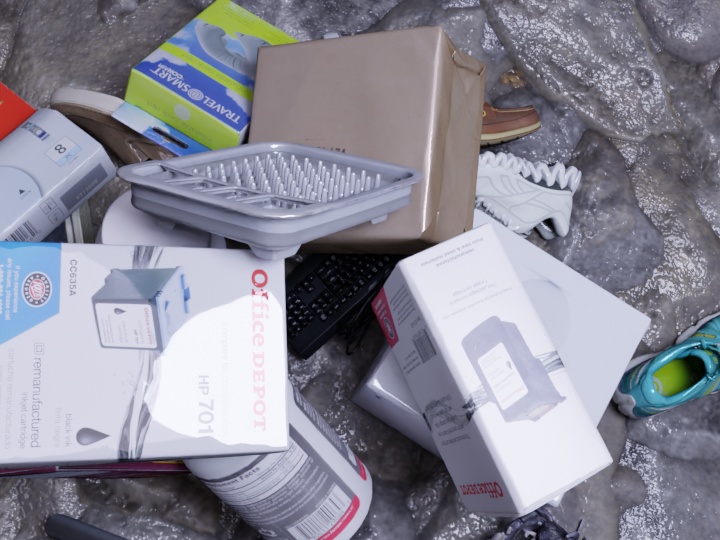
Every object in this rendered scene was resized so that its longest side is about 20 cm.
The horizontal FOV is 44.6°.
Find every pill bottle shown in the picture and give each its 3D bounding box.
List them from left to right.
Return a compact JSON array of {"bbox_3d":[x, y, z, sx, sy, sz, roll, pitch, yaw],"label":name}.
[{"bbox_3d":[-0.174,-0.004,0.779,0.112,0.200,0.113,2,74,-8],"label":"pill bottle"},{"bbox_3d":[-0.084,0.151,0.751,0.111,0.111,0.200,-47,122,-17],"label":"pill bottle"}]

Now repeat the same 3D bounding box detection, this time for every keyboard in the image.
[{"bbox_3d":[0.000,0.000,0.854,0.200,0.040,0.104,-43,71,0],"label":"keyboard"}]

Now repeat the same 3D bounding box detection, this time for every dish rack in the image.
[{"bbox_3d":[-0.064,-0.057,0.670,0.171,0.200,0.044,15,113,31],"label":"dish rack"}]

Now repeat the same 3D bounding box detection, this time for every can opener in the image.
[{"bbox_3d":[-0.194,0.256,0.742,0.200,0.067,0.054,4,68,39],"label":"can opener"}]

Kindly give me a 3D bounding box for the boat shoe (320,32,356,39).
[{"bbox_3d":[0.005,-0.161,0.923,0.066,0.070,0.201,-8,69,-11],"label":"boat shoe"}]

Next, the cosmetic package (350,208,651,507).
[{"bbox_3d":[0.129,0.089,0.840,0.199,0.123,0.200,33,71,2],"label":"cosmetic package"}]

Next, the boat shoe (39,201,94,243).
[{"bbox_3d":[-0.284,0.012,0.827,0.062,0.075,0.201,-10,71,-6],"label":"boat shoe"}]

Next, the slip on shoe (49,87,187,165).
[{"bbox_3d":[-0.218,-0.125,0.878,0.199,0.076,0.061,20,84,-9],"label":"slip on shoe"}]

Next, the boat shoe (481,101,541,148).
[{"bbox_3d":[0.105,-0.157,0.907,0.200,0.072,0.068,-13,95,-29],"label":"boat shoe"}]

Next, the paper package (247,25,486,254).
[{"bbox_3d":[0.000,-0.112,0.802,0.199,0.103,0.191,2,85,31],"label":"paper package"}]

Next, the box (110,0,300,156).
[{"bbox_3d":[-0.141,-0.189,0.874,0.122,0.048,0.200,30,46,0],"label":"box"}]

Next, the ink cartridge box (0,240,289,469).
[{"bbox_3d":[-0.155,0.060,0.616,0.199,0.086,0.147,1,77,-18],"label":"ink cartridge box"}]

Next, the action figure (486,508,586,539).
[{"bbox_3d":[0.150,0.283,0.802,0.200,0.102,0.119,2,37,-47],"label":"action figure"}]

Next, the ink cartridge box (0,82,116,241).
[{"bbox_3d":[-0.354,-0.100,0.826,0.200,0.047,0.160,36,71,23],"label":"ink cartridge box"}]

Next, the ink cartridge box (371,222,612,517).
[{"bbox_3d":[0.095,0.085,0.697,0.084,0.145,0.200,-23,79,-13],"label":"ink cartridge box"}]

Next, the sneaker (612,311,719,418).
[{"bbox_3d":[0.353,0.095,0.895,0.200,0.080,0.078,-26,80,-15],"label":"sneaker"}]

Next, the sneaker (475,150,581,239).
[{"bbox_3d":[0.144,-0.076,0.895,0.199,0.075,0.081,5,88,-29],"label":"sneaker"}]

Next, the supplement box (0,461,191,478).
[{"bbox_3d":[-0.212,0.116,0.736,0.085,0.200,0.111,-11,73,24],"label":"supplement box"}]
